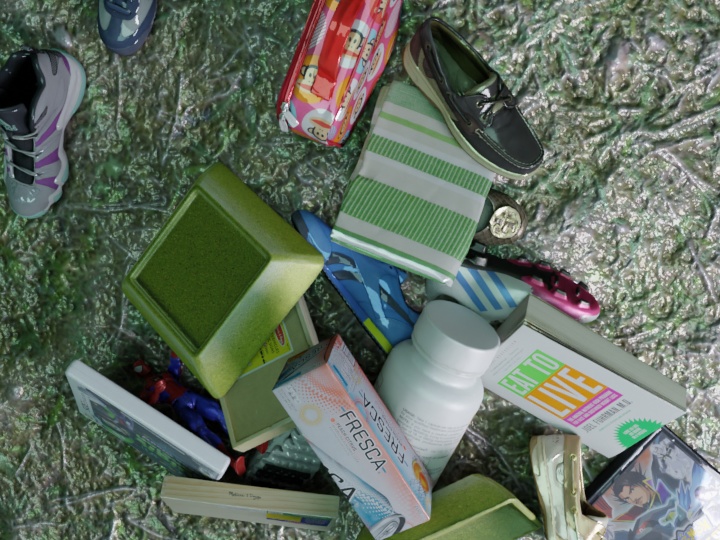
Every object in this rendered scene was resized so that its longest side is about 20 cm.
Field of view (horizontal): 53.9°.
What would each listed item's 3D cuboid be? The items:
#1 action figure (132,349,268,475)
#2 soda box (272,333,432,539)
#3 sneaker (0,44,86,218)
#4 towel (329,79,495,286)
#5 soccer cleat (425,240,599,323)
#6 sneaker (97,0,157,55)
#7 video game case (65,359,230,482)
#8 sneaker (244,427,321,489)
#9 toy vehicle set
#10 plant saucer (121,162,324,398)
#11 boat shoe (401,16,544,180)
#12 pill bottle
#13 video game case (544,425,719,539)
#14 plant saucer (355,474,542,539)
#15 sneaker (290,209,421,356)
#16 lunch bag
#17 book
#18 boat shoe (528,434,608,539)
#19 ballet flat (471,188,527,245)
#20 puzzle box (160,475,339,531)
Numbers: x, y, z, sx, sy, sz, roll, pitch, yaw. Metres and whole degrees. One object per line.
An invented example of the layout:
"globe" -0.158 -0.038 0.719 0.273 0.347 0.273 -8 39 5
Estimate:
"action figure" -0.198 0.142 0.824 0.199 0.065 0.100 27 134 25
"soda box" -0.004 0.168 0.712 0.068 0.064 0.201 -28 104 19
"sneaker" -0.381 -0.153 0.785 0.077 0.140 0.203 15 100 2
"towel" 0.065 -0.098 0.771 0.151 0.023 0.202 21 74 -1
"soccer cleat" 0.168 0.028 0.809 0.198 0.070 0.087 21 120 1
"sneaker" -0.257 -0.341 0.773 0.069 0.082 0.203 16 100 2
"video game case" -0.247 0.190 0.823 0.199 0.182 0.023 33 62 0
"sneaker" -0.074 0.195 0.853 0.075 0.082 0.200 25 122 -29
"toy vehicle set" -0.112 0.085 0.804 0.123 0.027 0.202 -25 64 9
"plant saucer" -0.171 0.003 0.791 0.200 0.048 0.200 41 96 23
"boat shoe" 0.123 -0.183 0.754 0.072 0.066 0.201 -39 84 -18
"pill bottle" 0.071 0.140 0.784 0.113 0.115 0.202 24 114 1
"video game case" 0.355 0.309 0.850 0.180 0.026 0.201 40 101 -2
"plant saucer" 0.095 0.295 0.807 0.198 0.200 0.048 -27 56 9
"sneaker" 0.000 0.000 0.819 0.078 0.066 0.201 -38 94 -2
"lunch bag" -0.017 -0.227 0.722 0.081 0.176 0.202 23 100 1
"book" 0.235 0.125 0.790 0.198 0.048 0.134 29 137 -3
"boat shoe" 0.247 0.286 0.808 0.068 0.074 0.203 -15 86 20
"ballet flat" 0.094 -0.077 0.801 0.198 0.046 0.068 21 99 2
"puzzle box" -0.126 0.275 0.831 0.197 0.133 0.026 8 63 -4
